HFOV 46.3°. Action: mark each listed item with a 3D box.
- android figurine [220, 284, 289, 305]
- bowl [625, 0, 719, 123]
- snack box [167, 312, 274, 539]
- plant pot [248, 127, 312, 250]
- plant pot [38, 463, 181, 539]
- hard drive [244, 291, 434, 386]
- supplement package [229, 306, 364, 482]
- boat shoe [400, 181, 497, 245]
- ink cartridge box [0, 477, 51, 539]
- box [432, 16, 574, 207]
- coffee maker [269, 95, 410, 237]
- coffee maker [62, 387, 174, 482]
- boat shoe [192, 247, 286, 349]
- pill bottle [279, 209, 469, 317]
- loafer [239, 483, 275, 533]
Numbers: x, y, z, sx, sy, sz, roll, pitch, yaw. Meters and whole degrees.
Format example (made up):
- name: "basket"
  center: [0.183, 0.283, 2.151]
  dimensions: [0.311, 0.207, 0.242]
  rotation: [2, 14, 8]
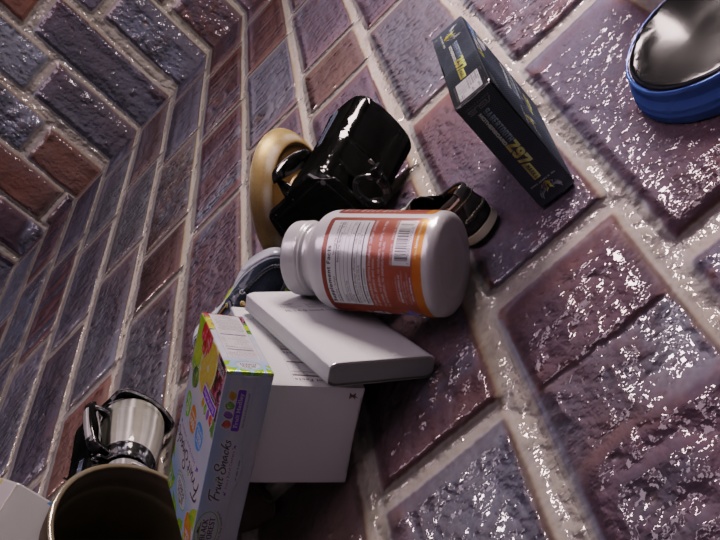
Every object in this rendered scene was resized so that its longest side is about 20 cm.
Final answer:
- name: "android figurine"
  center: [-0.156, 0.064, 1.244]
  dimensions: [0.183, 0.041, 0.200]
  rotation: [-50, 29, 3]
- name: "bowl"
  center: [0.355, -0.238, 0.843]
  dimensions: [0.199, 0.039, 0.203]
  rotation: [-37, 30, 25]
- name: "snack box"
  center: [-0.147, 0.165, 0.856]
  dimensions: [0.142, 0.052, 0.204]
  rotation: [-134, 55, -63]
- name: "plant pot"
  center: [-0.095, -0.103, 1.209]
  dimensions: [0.027, 0.202, 0.203]
  rotation: [-3, 48, 27]
- name: "plant pot"
  center: [-0.280, 0.350, 0.938]
  dimensions: [0.175, 0.197, 0.201]
  rotation: [-55, 23, 24]
- name: "hard drive"
  center: [-0.028, 0.068, 0.920]
  dimensions: [0.199, 0.130, 0.027]
  rotation: [33, 117, 52]
- name: "supplement package"
  center: [-0.083, 0.132, 0.929]
  dimensions: [0.200, 0.107, 0.116]
  rotation: [-134, 53, -64]
- name: "boat shoe"
  center: [0.079, -0.066, 1.021]
  dimensions: [0.199, 0.067, 0.073]
  rotation: [-9, 48, 57]
- name: "ink cartridge box"
  center: [-0.543, 0.408, 1.309]
  dimensions: [0.198, 0.128, 0.127]
  rotation: [-11, 46, 52]
- name: "box"
  center: [0.157, -0.183, 0.947]
  dimensions: [0.051, 0.157, 0.202]
  rotation: [-36, 29, 21]
- name: "coffee maker"
  center: [-0.005, -0.130, 1.137]
  dimensions: [0.189, 0.136, 0.202]
  rotation: [-9, 38, 31]
- name: "coffee maker"
  center: [-0.344, 0.300, 1.169]
  dimensions: [0.201, 0.132, 0.195]
  rotation: [-105, 37, -60]
- name: "boat shoe"
  center: [-0.154, 0.066, 1.143]
  dimensions: [0.201, 0.070, 0.091]
  rotation: [-49, 32, 17]
- name: "pill bottle"
  center: [0.013, -0.011, 0.932]
  dimensions: [0.196, 0.113, 0.114]
  rotation: [3, 53, 30]
- name: "loafer"
  center: [-0.148, 0.247, 0.983]
  dimensions: [0.200, 0.070, 0.075]
  rotation: [-138, 61, -63]
